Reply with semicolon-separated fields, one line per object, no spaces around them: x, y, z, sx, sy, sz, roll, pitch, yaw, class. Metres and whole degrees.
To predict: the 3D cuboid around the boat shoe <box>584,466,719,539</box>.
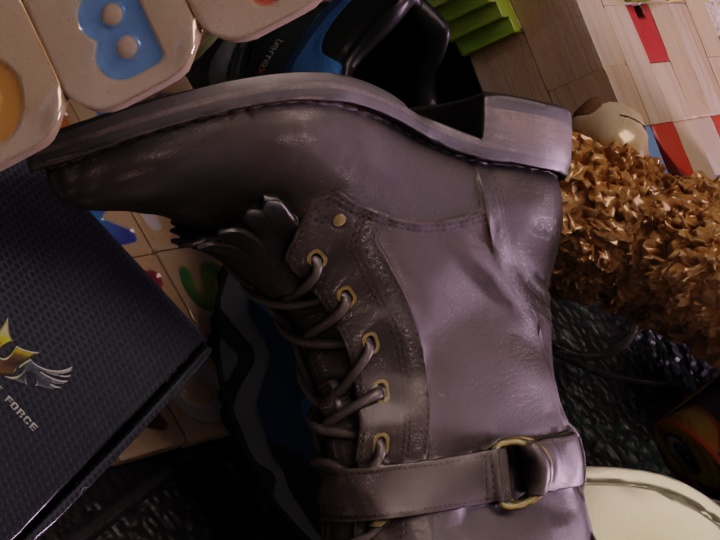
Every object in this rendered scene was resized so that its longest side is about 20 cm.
0.117;0.112;0.877;0.199;0.066;0.075;5;69;-13;boat shoe

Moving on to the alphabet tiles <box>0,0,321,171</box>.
-0.098;-0.133;0.695;0.196;0.200;0.015;65;9;8;alphabet tiles

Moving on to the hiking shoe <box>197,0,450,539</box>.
0.000;0.000;0.852;0.074;0.087;0.200;8;65;-49;hiking shoe

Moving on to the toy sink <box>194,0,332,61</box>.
-0.052;-0.153;0.912;0.200;0.130;0.112;42;34;-15;toy sink

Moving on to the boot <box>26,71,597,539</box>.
-0.002;0.035;0.769;0.200;0.069;0.174;1;85;-33;boot

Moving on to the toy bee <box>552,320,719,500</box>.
0.137;0.083;0.939;0.200;0.109;0.131;32;77;-1;toy bee

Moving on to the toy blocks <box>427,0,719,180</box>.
0.110;-0.059;1.071;0.200;0.100;0.137;-12;80;-64;toy blocks

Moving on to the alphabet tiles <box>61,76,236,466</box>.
-0.095;-0.031;0.866;0.167;0.008;0.200;-12;67;-54;alphabet tiles

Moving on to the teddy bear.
0.133;-0.004;0.899;0.200;0.067;0.145;27;19;19;teddy bear

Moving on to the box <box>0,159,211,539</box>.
-0.153;-0.004;0.728;0.200;0.051;0.158;48;35;-4;box

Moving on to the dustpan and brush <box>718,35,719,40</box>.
0.168;-0.085;1.199;0.200;0.057;0.140;60;32;2;dustpan and brush
